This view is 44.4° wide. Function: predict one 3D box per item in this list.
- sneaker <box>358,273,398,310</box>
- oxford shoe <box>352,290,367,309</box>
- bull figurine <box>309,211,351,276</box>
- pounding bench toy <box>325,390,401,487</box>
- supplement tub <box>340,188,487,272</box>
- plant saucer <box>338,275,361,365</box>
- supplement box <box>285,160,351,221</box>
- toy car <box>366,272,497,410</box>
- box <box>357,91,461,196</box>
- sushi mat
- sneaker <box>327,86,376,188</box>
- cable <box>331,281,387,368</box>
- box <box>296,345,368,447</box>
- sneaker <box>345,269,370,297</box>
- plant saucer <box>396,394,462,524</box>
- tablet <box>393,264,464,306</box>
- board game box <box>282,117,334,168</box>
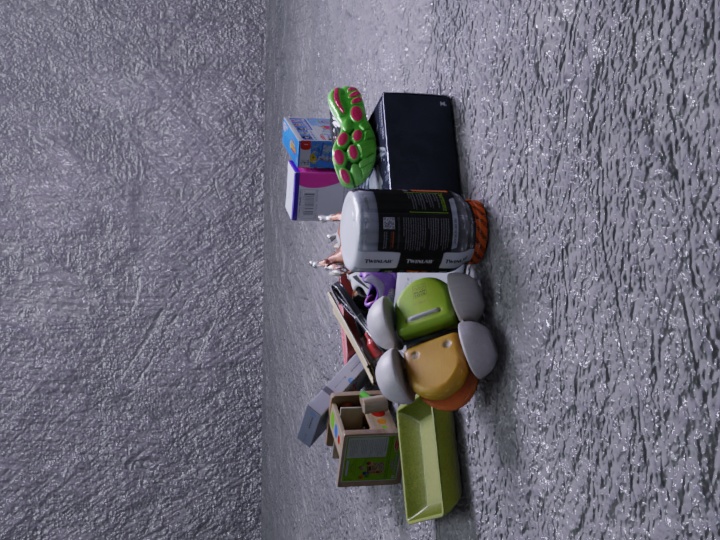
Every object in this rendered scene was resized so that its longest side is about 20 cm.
[{"bbox_3d":[0.054,0.061,1.528,0.201,0.088,0.080,69,169,-22],"label":"sneaker"},{"bbox_3d":[0.016,0.032,1.814,0.200,0.071,0.072,143,131,-74],"label":"oxford shoe"},{"bbox_3d":[-0.018,-0.069,1.587,0.065,0.121,0.201,54,-148,-33],"label":"bull figurine"},{"bbox_3d":[0.010,0.290,1.714,0.156,0.123,0.201,-114,28,-59],"label":"pounding bench toy"},{"bbox_3d":[0.077,-0.057,1.295,0.123,0.199,0.123,-179,90,-77],"label":"supplement tub"},{"bbox_3d":[-0.024,0.125,1.974,0.200,0.036,0.201,94,170,-66],"label":"plant saucer"},{"bbox_3d":[-0.046,-0.161,1.790,0.103,0.199,0.102,-121,34,-66],"label":"supplement box"},{"bbox_3d":[0.115,0.111,1.298,0.150,0.174,0.201,48,-154,-52],"label":"toy car"},{"bbox_3d":[0.075,-0.161,1.472,0.197,0.123,0.201,130,138,-66],"label":"box"},{"bbox_3d":[-0.017,0.138,1.791,0.200,0.012,0.096,60,171,35],"label":"sushi mat"},{"bbox_3d":[-0.012,-0.214,1.458,0.084,0.076,0.201,82,-177,-57],"label":"sneaker"},{"bbox_3d":[-0.004,0.112,1.764,0.200,0.050,0.097,54,168,1],"label":"cable"},{"bbox_3d":[-0.049,0.264,1.865,0.200,0.041,0.156,-46,-15,-35],"label":"box"},{"bbox_3d":[0.000,0.000,1.654,0.200,0.074,0.089,-130,44,-69],"label":"sneaker"},{"bbox_3d":[0.116,0.307,1.450,0.200,0.048,0.201,126,142,-66],"label":"plant saucer"},{"bbox_3d":[0.106,0.043,1.431,0.130,0.014,0.201,25,120,37],"label":"tablet"},{"bbox_3d":[-0.050,-0.263,1.812,0.200,0.195,0.056,-119,32,-64],"label":"board game box"}]
